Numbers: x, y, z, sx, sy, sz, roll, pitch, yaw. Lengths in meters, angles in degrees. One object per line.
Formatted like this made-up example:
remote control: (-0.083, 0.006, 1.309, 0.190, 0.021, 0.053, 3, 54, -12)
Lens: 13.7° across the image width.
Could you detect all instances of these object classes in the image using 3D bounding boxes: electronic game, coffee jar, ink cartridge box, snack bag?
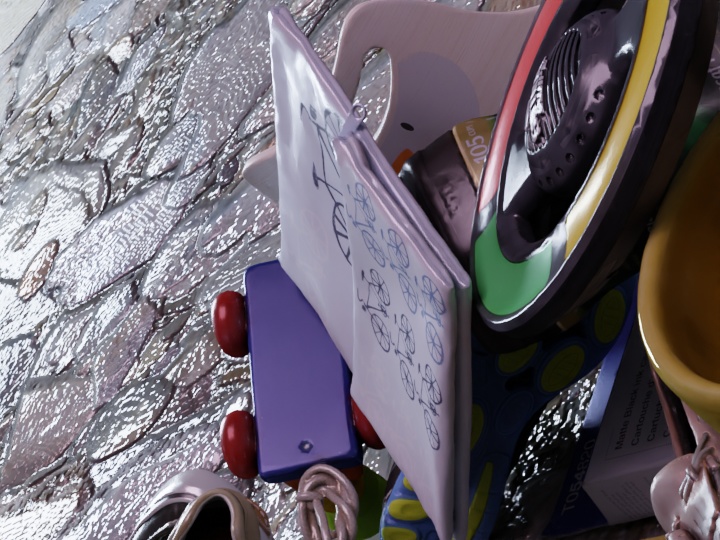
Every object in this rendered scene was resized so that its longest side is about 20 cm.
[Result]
electronic game: (0.092, -0.068, 1.225, 0.200, 0.041, 0.201, -161, 90, -76)
coffee jar: (0.119, -0.049, 1.349, 0.199, 0.085, 0.105, -30, 53, 7)
ink cartridge box: (0.169, 0.020, 1.387, 0.199, 0.041, 0.200, -20, 39, 45)
snack bag: (0.000, 0.000, 1.362, 0.021, 0.189, 0.200, -21, 53, -15)

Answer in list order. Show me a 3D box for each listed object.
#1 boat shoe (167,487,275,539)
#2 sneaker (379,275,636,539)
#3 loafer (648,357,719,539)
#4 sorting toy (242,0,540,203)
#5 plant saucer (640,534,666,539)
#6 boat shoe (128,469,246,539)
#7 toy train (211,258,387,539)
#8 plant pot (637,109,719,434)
boat shoe: (-0.088, 0.194, 1.362, 0.074, 0.068, 0.201, 8, 68, 9)
sneaker: (0.064, 0.052, 1.449, 0.200, 0.070, 0.083, -61, 14, 13)
loafer: (0.139, 0.087, 1.183, 0.200, 0.062, 0.072, -77, -4, -57)
sorting toy: (0.044, -0.057, 1.475, 0.200, 0.179, 0.107, -53, 28, 34)
plant saucer: (0.126, 0.187, 1.177, 0.199, 0.049, 0.201, -15, 36, 19)
boat shoe: (-0.102, 0.185, 1.484, 0.064, 0.070, 0.201, -46, -17, -51)
toy train: (-0.014, 0.101, 1.488, 0.084, 0.116, 0.201, -13, 56, 10)
plant pot: (0.237, 0.019, 1.123, 0.200, 0.189, 0.201, -37, 29, 24)
